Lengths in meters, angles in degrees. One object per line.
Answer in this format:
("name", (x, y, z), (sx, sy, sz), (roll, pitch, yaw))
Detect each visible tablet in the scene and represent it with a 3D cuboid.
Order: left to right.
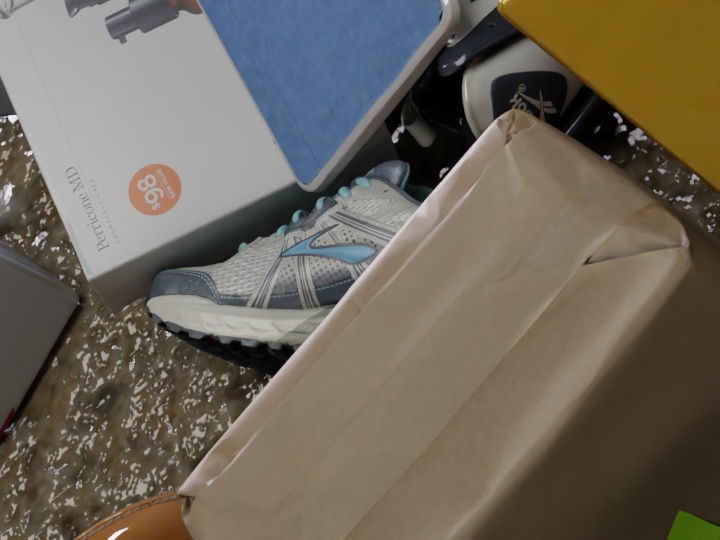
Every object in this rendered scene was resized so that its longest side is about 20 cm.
("tablet", (-0.035, -0.148, 0.895), (0.130, 0.014, 0.201), (-48, 64, 43))

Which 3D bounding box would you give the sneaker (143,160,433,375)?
("sneaker", (0.000, 0.000, 0.901), (0.199, 0.078, 0.087), (-1, 74, 26))

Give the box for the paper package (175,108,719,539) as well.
("paper package", (0.071, 0.068, 0.730), (0.191, 0.200, 0.104), (-49, 48, 8))

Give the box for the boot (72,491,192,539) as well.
("boot", (-0.104, 0.151, 0.830), (0.200, 0.077, 0.155), (-31, 2, -28))

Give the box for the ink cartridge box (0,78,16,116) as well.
("ink cartridge box", (-0.161, -0.190, 1.108), (0.146, 0.086, 0.201), (-1, 70, 37))

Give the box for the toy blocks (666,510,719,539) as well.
("toy blocks", (0.167, 0.129, 0.681), (0.100, 0.136, 0.201), (22, 90, 39))

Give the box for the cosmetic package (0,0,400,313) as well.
("cosmetic package", (-0.089, -0.103, 0.969), (0.150, 0.052, 0.201), (-27, 69, 1))

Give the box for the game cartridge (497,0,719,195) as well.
("game cartridge", (0.179, -0.122, 0.785), (0.176, 0.032, 0.200), (40, 97, 0))

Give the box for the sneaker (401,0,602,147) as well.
("sneaker", (0.094, -0.095, 0.852), (0.198, 0.080, 0.130), (-2, 53, 37))

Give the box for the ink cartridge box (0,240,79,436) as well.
("ink cartridge box", (-0.260, 0.025, 1.081), (0.200, 0.084, 0.145), (29, 89, 42))
